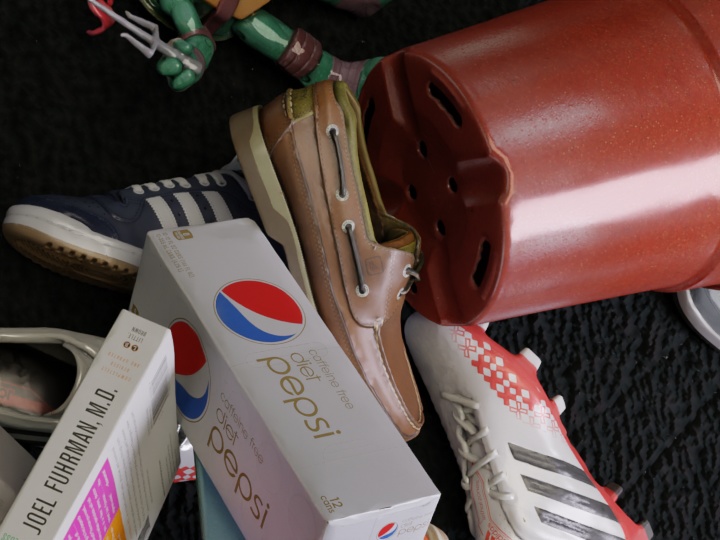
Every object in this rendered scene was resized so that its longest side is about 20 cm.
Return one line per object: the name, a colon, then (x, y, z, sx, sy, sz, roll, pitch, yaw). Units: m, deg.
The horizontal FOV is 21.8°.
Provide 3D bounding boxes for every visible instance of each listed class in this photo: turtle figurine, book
turtle figurine: (-0.071, -0.164, 1.031, 0.199, 0.100, 0.151, 20, 88, -33)
book: (-0.137, 0.135, 0.841, 0.048, 0.134, 0.201, 21, 59, 9)

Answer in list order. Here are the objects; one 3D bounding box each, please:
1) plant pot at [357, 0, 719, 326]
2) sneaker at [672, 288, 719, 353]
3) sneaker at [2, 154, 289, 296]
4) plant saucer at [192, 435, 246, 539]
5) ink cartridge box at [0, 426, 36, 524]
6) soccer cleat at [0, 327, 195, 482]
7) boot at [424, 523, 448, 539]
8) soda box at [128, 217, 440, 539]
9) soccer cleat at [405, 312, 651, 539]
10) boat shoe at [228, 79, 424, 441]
plant pot: (0.112, -0.065, 1.020, 0.194, 0.200, 0.203, -15, 86, -29)
sneaker: (0.296, 0.035, 1.127, 0.198, 0.121, 0.084, 24, 72, -16)
sneaker: (-0.091, -0.037, 1.013, 0.198, 0.070, 0.110, 16, 79, -25)
plant saucer: (-0.054, 0.093, 0.934, 0.069, 0.019, 0.201, 15, 35, -21)
ink cartridge box: (-0.253, 0.081, 0.880, 0.200, 0.068, 0.115, 42, 94, 9)
soccer cleat: (-0.134, 0.067, 0.968, 0.198, 0.085, 0.069, 14, 75, -19)
boot: (-0.027, 0.203, 0.980, 0.107, 0.075, 0.201, 42, 67, -24)
soda box: (-0.043, 0.065, 0.895, 0.063, 0.069, 0.200, -9, 45, -32)
soccer cleat: (0.083, 0.112, 1.050, 0.085, 0.068, 0.201, -43, 101, -27)
boat shoe: (0.000, 0.000, 0.969, 0.067, 0.072, 0.202, -21, 109, 8)
